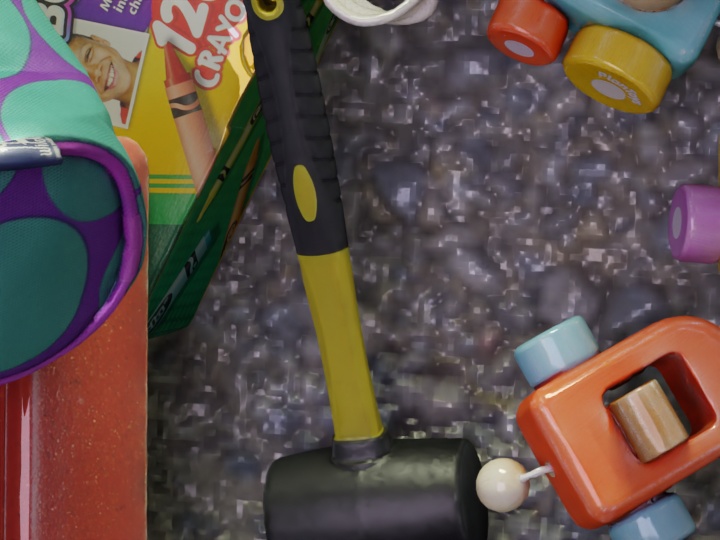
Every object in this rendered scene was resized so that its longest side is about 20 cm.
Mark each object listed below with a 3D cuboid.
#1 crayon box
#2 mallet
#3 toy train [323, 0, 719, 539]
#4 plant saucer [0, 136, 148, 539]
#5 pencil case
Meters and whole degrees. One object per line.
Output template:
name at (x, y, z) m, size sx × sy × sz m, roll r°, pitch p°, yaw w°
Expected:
crayon box at (-0.067, -0.094, 0.842) m, size 0.119 × 0.058 × 0.200 m, roll 29°, pitch 101°, yaw 13°
mallet at (0.000, 0.000, 0.810) m, size 0.066 × 0.041 × 0.201 m, roll 1°, pitch 113°, yaw 11°
toy train at (0.076, -0.029, 0.776) m, size 0.150 × 0.056 × 0.201 m, roll -23°, pitch 83°, yaw -15°
plant saucer at (-0.160, 0.062, 0.813) m, size 0.199 × 0.037 × 0.201 m, roll -2°, pitch 84°, yaw 18°
pencil case at (-0.138, -0.064, 0.769) m, size 0.200 × 0.092 × 0.085 m, roll 53°, pitch 134°, yaw 34°
